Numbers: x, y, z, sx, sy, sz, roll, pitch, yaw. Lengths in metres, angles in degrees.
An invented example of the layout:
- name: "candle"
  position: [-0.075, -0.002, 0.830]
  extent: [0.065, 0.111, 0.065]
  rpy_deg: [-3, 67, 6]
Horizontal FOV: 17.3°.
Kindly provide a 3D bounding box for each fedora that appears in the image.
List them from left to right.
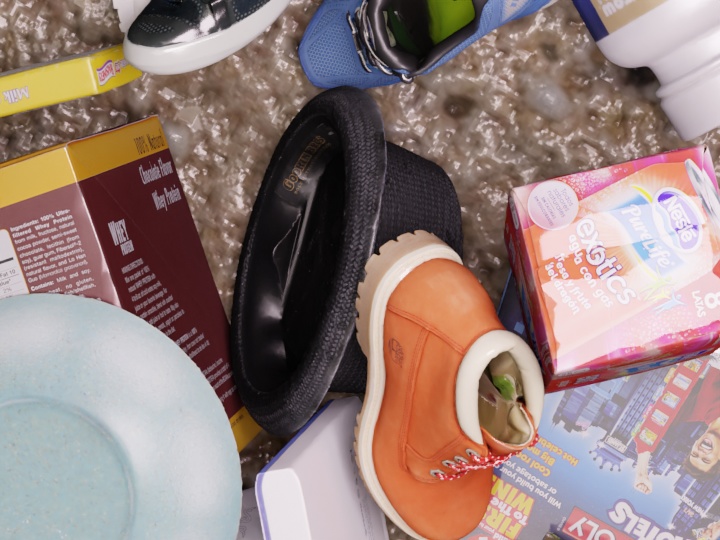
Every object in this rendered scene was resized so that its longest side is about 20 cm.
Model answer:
- name: "fedora"
  position: [0.000, 0.000, 1.334]
  extent: [0.091, 0.201, 0.201]
  rpy_deg: [11, 101, -23]

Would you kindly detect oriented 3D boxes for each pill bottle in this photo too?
- name: "pill bottle"
  position: [0.165, -0.178, 1.282]
  extent: [0.120, 0.120, 0.200]
  rpy_deg: [-30, 91, 12]

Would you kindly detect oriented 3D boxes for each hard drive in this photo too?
- name: "hard drive"
  position: [-0.016, 0.154, 1.317]
  extent: [0.025, 0.200, 0.132]
  rpy_deg: [-9, 96, 11]

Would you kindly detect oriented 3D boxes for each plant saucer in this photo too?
- name: "plant saucer"
  position: [-0.162, 0.113, 1.218]
  extent: [0.201, 0.039, 0.201]
  rpy_deg: [1, 99, 8]

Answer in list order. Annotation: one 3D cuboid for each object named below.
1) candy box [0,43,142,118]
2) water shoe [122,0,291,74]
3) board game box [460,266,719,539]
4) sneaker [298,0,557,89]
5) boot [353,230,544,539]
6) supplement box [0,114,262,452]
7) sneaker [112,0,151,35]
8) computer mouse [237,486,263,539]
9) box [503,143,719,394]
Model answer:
- name: "candy box"
  position: [-0.234, -0.096, 1.371]
  extent: [0.200, 0.102, 0.026]
  rpy_deg: [-12, 101, 12]
- name: "water shoe"
  position: [-0.060, -0.188, 1.311]
  extent: [0.200, 0.071, 0.079]
  rpy_deg: [-38, 128, -18]
- name: "board game box"
  position: [0.132, 0.101, 1.356]
  extent: [0.200, 0.062, 0.200]
  rpy_deg: [32, 102, 4]
- name: "sneaker"
  position: [0.022, -0.143, 1.296]
  extent: [0.200, 0.089, 0.079]
  rpy_deg: [-24, 94, 51]
- name: "boot"
  position: [0.052, 0.087, 1.251]
  extent: [0.075, 0.107, 0.200]
  rpy_deg: [-27, 134, -23]
- name: "supplement box"
  position: [-0.165, 0.033, 1.328]
  extent: [0.133, 0.197, 0.200]
  rpy_deg: [-18, 95, 12]
- name: "sneaker"
  position: [-0.100, -0.219, 1.350]
  extent: [0.080, 0.076, 0.200]
  rpy_deg: [3, 101, -2]
- name: "computer mouse"
  position: [-0.111, 0.198, 1.402]
  extent: [0.200, 0.044, 0.110]
  rpy_deg: [-47, 46, 7]
- name: "box"
  position: [0.132, 0.004, 1.210]
  extent: [0.100, 0.200, 0.096]
  rpy_deg: [-14, 84, 1]
